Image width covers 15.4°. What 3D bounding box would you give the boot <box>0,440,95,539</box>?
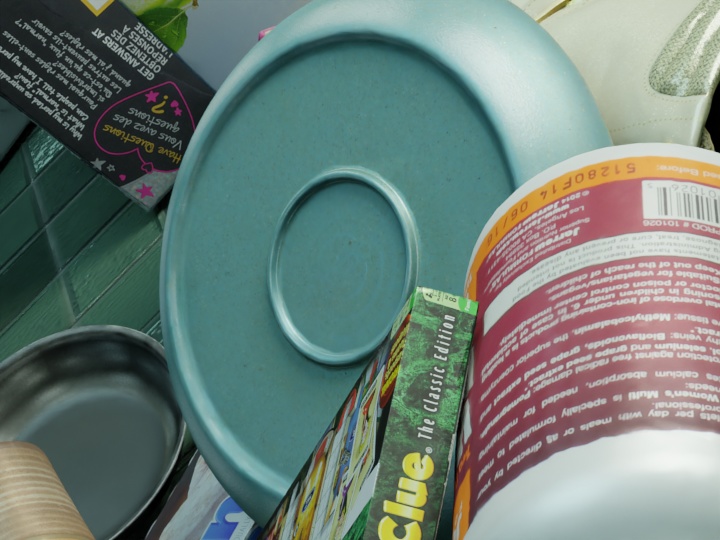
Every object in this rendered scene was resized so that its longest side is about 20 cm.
[{"bbox_3d":[-0.135,0.178,0.932,0.201,0.073,0.155,-62,40,37],"label":"boot"}]

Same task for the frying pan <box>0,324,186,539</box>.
[{"bbox_3d":[-0.096,0.043,1.045,0.114,0.031,0.191,15,62,37],"label":"frying pan"}]

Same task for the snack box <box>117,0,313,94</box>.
[{"bbox_3d":[0.004,-0.149,1.069,0.200,0.169,0.068,-44,28,4],"label":"snack box"}]

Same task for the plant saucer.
[{"bbox_3d":[0.000,0.000,0.882,0.199,0.027,0.202,-5,83,41],"label":"plant saucer"}]

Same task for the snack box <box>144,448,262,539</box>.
[{"bbox_3d":[-0.035,0.072,0.978,0.072,0.024,0.201,-11,43,54],"label":"snack box"}]

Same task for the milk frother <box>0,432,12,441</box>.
[{"bbox_3d":[-0.241,0.145,1.105,0.199,0.182,0.188,-10,9,-28],"label":"milk frother"}]

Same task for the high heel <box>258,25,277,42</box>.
[{"bbox_3d":[0.051,-0.107,0.999,0.200,0.096,0.067,-42,23,-14],"label":"high heel"}]

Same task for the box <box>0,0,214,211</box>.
[{"bbox_3d":[-0.123,-0.138,1.301,0.115,0.132,0.200,-45,24,12],"label":"box"}]

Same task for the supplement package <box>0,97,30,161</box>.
[{"bbox_3d":[-0.311,-0.081,1.497,0.152,0.151,0.200,-55,26,-15],"label":"supplement package"}]

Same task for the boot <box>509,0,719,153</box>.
[{"bbox_3d":[0.069,-0.019,0.889,0.154,0.072,0.201,15,76,52],"label":"boot"}]

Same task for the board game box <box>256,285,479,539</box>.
[{"bbox_3d":[-0.012,0.095,0.786,0.200,0.023,0.105,120,162,-57],"label":"board game box"}]

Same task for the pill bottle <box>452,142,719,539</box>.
[{"bbox_3d":[0.079,0.063,0.707,0.109,0.110,0.201,-34,27,26],"label":"pill bottle"}]
